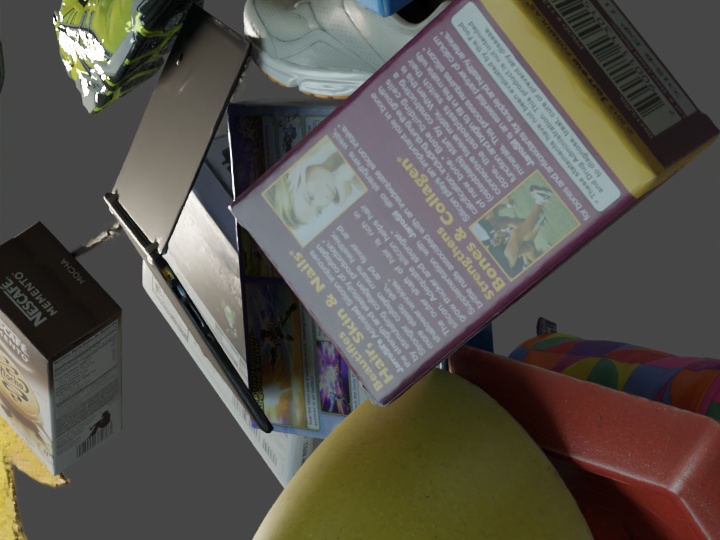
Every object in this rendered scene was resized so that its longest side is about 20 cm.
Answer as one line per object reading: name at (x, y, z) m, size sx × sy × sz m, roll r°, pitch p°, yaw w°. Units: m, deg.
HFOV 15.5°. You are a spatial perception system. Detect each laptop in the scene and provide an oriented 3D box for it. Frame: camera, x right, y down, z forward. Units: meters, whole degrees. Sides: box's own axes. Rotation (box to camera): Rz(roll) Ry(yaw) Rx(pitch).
laptop at (-0.080, -0.035, 1.594) m, size 0.201 × 0.116 × 0.187 m, roll 58°, pitch 175°, yaw -18°

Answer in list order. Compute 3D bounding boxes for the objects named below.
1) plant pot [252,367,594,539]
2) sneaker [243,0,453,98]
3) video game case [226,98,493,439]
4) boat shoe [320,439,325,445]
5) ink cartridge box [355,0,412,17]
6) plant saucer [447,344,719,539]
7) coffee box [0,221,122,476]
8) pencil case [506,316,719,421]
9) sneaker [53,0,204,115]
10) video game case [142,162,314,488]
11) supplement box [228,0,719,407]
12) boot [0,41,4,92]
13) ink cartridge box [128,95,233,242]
plant pot at (0.017, 0.171, 1.380) m, size 0.200 × 0.142 × 0.201 m, roll 41°, pitch 147°, yaw 35°
sneaker at (0.009, -0.141, 1.451) m, size 0.200 × 0.076 × 0.092 m, roll 23°, pitch 131°, yaw 42°
video game case at (0.000, 0.000, 1.548) m, size 0.181 × 0.045 × 0.201 m, roll 5°, pitch 101°, yaw 48°
boat shoe at (0.046, 0.189, 1.698) m, size 0.200 × 0.091 × 0.071 m, roll 31°, pitch 163°, yaw 0°
ink cartridge box at (-0.020, -0.249, 1.322) m, size 0.146 × 0.086 × 0.201 m, roll 35°, pitch 149°, yaw 36°
plant saucer at (0.147, 0.131, 1.388) m, size 0.199 × 0.037 × 0.200 m, roll 15°, pitch 150°, yaw 47°
coffee box at (-0.261, 0.067, 2.205) m, size 0.113 × 0.080 × 0.200 m, roll 45°, pitch 155°, yaw 22°
pencil case at (0.154, 0.077, 1.443) m, size 0.200 × 0.088 × 0.089 m, roll 9°, pitch 130°, yaw 59°
sneaker at (-0.161, -0.161, 1.721) m, size 0.077 × 0.075 × 0.200 m, roll 54°, pitch 155°, yaw -1°
video game case at (-0.087, 0.022, 1.754) m, size 0.200 × 0.023 × 0.182 m, roll 53°, pitch 156°, yaw 29°
supplement box at (0.056, -0.048, 1.314) m, size 0.200 × 0.103 × 0.131 m, roll -39°, pitch 86°, yaw 29°
boot at (-0.317, -0.091, 2.056) m, size 0.200 × 0.072 × 0.183 m, roll 154°, pitch 112°, yaw -63°
ink cartridge box at (-0.078, -0.006, 1.808) m, size 0.200 × 0.043 × 0.198 m, roll 50°, pitch 155°, yaw 16°
